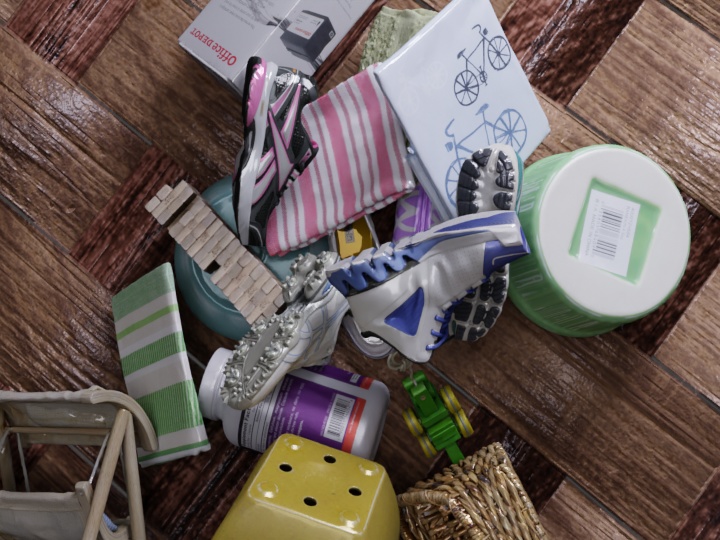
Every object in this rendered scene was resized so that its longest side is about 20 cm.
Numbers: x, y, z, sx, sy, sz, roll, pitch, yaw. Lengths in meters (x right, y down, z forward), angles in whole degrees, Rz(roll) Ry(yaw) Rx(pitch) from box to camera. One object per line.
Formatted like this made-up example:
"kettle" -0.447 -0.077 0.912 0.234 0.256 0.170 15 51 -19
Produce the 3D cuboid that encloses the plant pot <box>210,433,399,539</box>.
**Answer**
"plant pot" -0.059 0.285 0.879 0.190 0.196 0.204 16 114 8

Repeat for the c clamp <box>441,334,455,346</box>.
"c clamp" 0.088 -0.014 0.947 0.198 0.027 0.174 -33 109 -31

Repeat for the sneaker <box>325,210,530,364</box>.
"sneaker" 0.073 0.021 0.854 0.196 0.081 0.117 -17 100 19

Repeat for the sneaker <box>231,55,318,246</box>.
"sneaker" -0.087 -0.116 0.944 0.084 0.081 0.204 5 115 -14

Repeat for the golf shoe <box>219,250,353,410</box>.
"golf shoe" -0.062 0.077 0.916 0.077 0.098 0.201 0 44 44

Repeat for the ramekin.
"ramekin" 0.247 -0.034 0.942 0.195 0.098 0.205 1 84 -11

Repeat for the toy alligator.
"toy alligator" 0.069 0.137 0.954 0.059 0.055 0.202 -29 126 1

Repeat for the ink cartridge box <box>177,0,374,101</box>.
"ink cartridge box" -0.093 -0.288 1.013 0.201 0.084 0.145 -50 47 -1

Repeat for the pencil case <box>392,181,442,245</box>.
"pencil case" 0.079 -0.080 0.999 0.082 0.086 0.205 4 85 5

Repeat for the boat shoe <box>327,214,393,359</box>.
"boat shoe" 0.000 0.000 1.000 0.069 0.070 0.205 -10 89 3

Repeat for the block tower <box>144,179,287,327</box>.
"block tower" -0.151 -0.015 0.996 0.054 0.058 0.200 -44 82 0

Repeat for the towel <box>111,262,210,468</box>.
"towel" -0.226 0.110 0.997 0.023 0.151 0.205 -6 79 -40

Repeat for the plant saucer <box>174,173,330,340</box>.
"plant saucer" -0.127 -0.020 1.039 0.195 0.036 0.205 -1 83 6

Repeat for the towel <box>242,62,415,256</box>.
"towel" -0.038 -0.117 0.971 0.197 0.030 0.149 -24 72 29

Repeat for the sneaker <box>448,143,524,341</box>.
"sneaker" 0.130 -0.025 0.904 0.076 0.079 0.205 19 105 24

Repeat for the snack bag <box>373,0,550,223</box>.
"snack bag" 0.107 -0.170 0.928 0.189 0.021 0.202 -46 118 -26

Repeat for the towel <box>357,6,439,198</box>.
"towel" 0.035 -0.189 0.990 0.036 0.147 0.204 11 98 -36

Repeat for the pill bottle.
"pill bottle" -0.073 0.151 0.974 0.196 0.112 0.115 17 85 9

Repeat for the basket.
"basket" 0.128 0.303 0.911 0.147 0.143 0.203 -27 88 3

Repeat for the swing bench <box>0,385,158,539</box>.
"swing bench" -0.334 0.228 0.965 0.195 0.129 0.205 -2 79 24
